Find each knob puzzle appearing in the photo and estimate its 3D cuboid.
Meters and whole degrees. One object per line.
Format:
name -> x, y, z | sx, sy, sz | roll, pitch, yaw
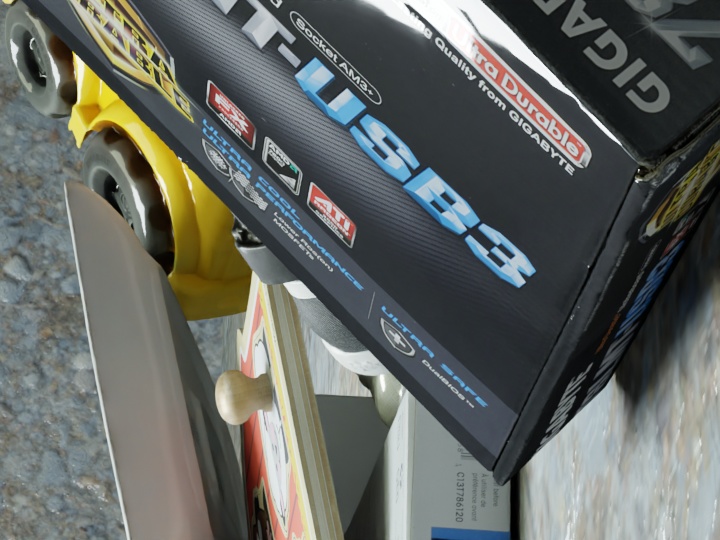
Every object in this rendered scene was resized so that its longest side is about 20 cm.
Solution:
knob puzzle -> -0.034, 0.113, 0.995 | 0.220, 0.030, 0.221 | 172, 90, -80

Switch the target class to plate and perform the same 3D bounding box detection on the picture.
plate -> -0.072, 0.089, 1.126 | 0.200, 0.032, 0.200 | 71, -176, -56

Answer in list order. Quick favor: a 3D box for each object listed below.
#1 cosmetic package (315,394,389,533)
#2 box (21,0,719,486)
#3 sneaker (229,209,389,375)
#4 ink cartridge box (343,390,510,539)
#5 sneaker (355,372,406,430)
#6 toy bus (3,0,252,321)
cosmetic package -> -0.006, 0.159, 1.119 | 0.083, 0.050, 0.201 | 106, 166, -63
box -> -0.006, -0.062, 0.625 | 0.200, 0.050, 0.199 | 46, 161, 11
sneaker -> -0.010, -0.072, 0.926 | 0.112, 0.073, 0.201 | 50, -155, -40
ink cartridge box -> 0.020, 0.114, 0.933 | 0.200, 0.039, 0.100 | 112, 160, -70
sneaker -> 0.000, 0.000, 0.998 | 0.200, 0.080, 0.076 | -100, 16, -62
toy bus -> -0.061, -0.110, 1.167 | 0.201, 0.135, 0.192 | 59, 155, 20
